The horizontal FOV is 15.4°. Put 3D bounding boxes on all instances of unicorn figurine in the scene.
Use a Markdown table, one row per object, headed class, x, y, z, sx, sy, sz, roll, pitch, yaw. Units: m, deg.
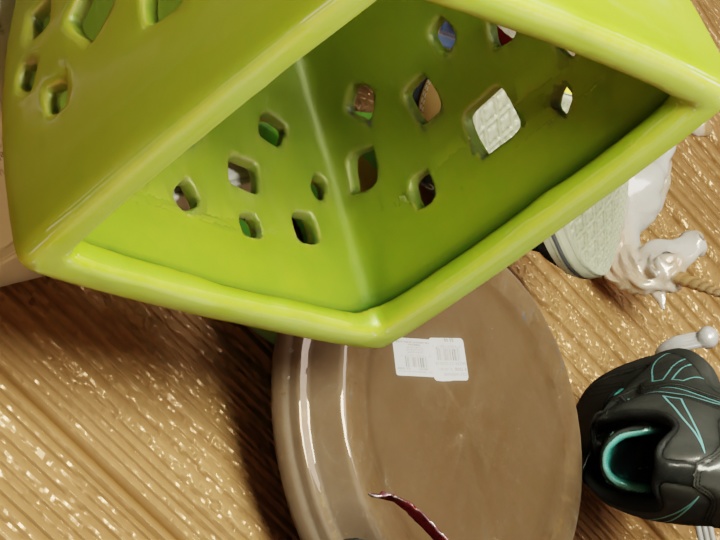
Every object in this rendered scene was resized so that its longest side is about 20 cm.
| class | x | y | z | sx | sy | sz | roll | pitch | yaw |
| --- | --- | --- | --- | --- | --- | --- | --- | --- | --- |
| unicorn figurine | 0.138 | -0.064 | 1.429 | 0.200 | 0.074 | 0.137 | 45 | 42 | 4 |

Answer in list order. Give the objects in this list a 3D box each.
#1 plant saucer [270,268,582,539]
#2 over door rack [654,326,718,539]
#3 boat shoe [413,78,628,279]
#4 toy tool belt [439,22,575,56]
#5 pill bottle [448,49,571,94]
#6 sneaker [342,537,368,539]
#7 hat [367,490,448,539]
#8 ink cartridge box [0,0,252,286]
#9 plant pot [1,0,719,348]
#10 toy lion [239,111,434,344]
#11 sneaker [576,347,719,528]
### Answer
| class | x | y | z | sx | sy | sz | roll | pitch | yaw |
| --- | --- | --- | --- | --- | --- | --- | --- | --- | --- |
| plant saucer | 0.036 | 0.070 | 1.155 | 0.200 | 0.029 | 0.201 | 19 | 64 | -46 |
| over door rack | 0.225 | 0.130 | 1.345 | 0.200 | 0.066 | 0.148 | 42 | 32 | -44 |
| boat shoe | 0.070 | -0.049 | 1.206 | 0.200 | 0.062 | 0.075 | 31 | 71 | -58 |
| toy tool belt | 0.045 | -0.155 | 1.220 | 0.124 | 0.123 | 0.201 | 17 | 50 | -39 |
| pill bottle | 0.060 | -0.134 | 1.331 | 0.111 | 0.111 | 0.201 | -14 | 75 | -56 |
| sneaker | -0.058 | 0.131 | 0.993 | 0.116 | 0.076 | 0.200 | 50 | 34 | -8 |
| hat | 0.100 | 0.207 | 1.084 | 0.165 | 0.175 | 0.201 | 5 | 98 | -56 |
| ink cartridge box | -0.142 | -0.099 | 1.054 | 0.146 | 0.084 | 0.201 | -15 | 77 | -55 |
| plant pot | -0.014 | -0.106 | 0.982 | 0.199 | 0.199 | 0.182 | 16 | 47 | -45 |
| toy lion | 0.000 | 0.000 | 1.197 | 0.199 | 0.068 | 0.193 | 19 | 57 | -45 |
| sneaker | 0.136 | 0.075 | 1.230 | 0.079 | 0.200 | 0.076 | 4 | 92 | -19 |
